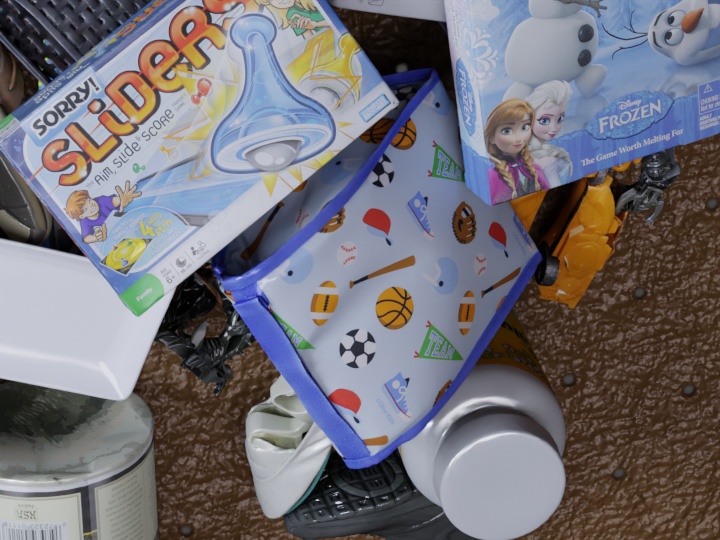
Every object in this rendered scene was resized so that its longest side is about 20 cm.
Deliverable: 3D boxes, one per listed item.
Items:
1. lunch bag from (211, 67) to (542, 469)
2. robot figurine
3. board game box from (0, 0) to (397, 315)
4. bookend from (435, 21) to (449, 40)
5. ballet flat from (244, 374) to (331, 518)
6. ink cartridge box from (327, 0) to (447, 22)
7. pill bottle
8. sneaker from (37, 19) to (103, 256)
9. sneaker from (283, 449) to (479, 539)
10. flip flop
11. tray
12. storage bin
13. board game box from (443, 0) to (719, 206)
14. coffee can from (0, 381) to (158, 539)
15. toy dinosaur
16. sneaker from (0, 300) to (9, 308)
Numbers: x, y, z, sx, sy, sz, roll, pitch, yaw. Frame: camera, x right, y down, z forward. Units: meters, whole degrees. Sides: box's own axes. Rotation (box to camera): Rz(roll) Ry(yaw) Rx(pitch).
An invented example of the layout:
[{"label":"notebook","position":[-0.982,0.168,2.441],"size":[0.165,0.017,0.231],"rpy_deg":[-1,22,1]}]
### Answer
[{"label":"lunch bag","position":[0.000,0.000,1.525],"size":[0.124,0.200,0.170],"rpy_deg":[-7,128,40]},{"label":"robot figurine","position":[0.127,-0.053,1.620],"size":[0.145,0.058,0.200],"rpy_deg":[7,140,-14]},{"label":"board game box","position":[-0.095,-0.089,1.401],"size":[0.200,0.034,0.135],"rpy_deg":[-40,112,-7]},{"label":"bookend","position":[0.134,-0.185,1.579],"size":[0.200,0.092,0.199],"rpy_deg":[-33,117,8]},{"label":"ballet flat","position":[-0.042,0.099,1.677],"size":[0.069,0.069,0.200],"rpy_deg":[22,132,-19]},{"label":"ink cartridge box","position":[0.077,-0.199,1.471],"size":[0.200,0.039,0.100],"rpy_deg":[6,115,-28]},{"label":"pill bottle","position":[0.076,0.096,1.644],"size":[0.113,0.200,0.113],"rpy_deg":[-4,116,-8]},{"label":"sneaker","position":[-0.173,-0.066,1.593],"size":[0.083,0.071,0.200],"rpy_deg":[3,112,-5]},{"label":"sneaker","position":[0.045,0.171,1.751],"size":[0.200,0.076,0.091],"rpy_deg":[-11,123,-3]},{"label":"flip flop","position":[-0.243,-0.109,1.553],"size":[0.081,0.058,0.200],"rpy_deg":[-18,99,46]},{"label":"tray","position":[-0.228,0.021,1.558],"size":[0.200,0.022,0.107],"rpy_deg":[13,121,-21]},{"label":"storage bin","position":[-0.134,-0.132,1.484],"size":[0.094,0.135,0.200],"rpy_deg":[-49,113,-12]},{"label":"board game box","position":[0.149,-0.160,1.474],"size":[0.200,0.043,0.199],"rpy_deg":[-19,120,-17]},{"label":"coffee can","position":[-0.209,0.194,1.672],"size":[0.146,0.146,0.200],"rpy_deg":[-4,116,-8]},{"label":"toy dinosaur","position":[-0.083,0.007,1.637],"size":[0.136,0.102,0.200],"rpy_deg":[-47,109,-8]},{"label":"sneaker","position":[-0.246,-0.011,1.601],"size":[0.074,0.082,0.200],"rpy_deg":[-32,117,5]}]
